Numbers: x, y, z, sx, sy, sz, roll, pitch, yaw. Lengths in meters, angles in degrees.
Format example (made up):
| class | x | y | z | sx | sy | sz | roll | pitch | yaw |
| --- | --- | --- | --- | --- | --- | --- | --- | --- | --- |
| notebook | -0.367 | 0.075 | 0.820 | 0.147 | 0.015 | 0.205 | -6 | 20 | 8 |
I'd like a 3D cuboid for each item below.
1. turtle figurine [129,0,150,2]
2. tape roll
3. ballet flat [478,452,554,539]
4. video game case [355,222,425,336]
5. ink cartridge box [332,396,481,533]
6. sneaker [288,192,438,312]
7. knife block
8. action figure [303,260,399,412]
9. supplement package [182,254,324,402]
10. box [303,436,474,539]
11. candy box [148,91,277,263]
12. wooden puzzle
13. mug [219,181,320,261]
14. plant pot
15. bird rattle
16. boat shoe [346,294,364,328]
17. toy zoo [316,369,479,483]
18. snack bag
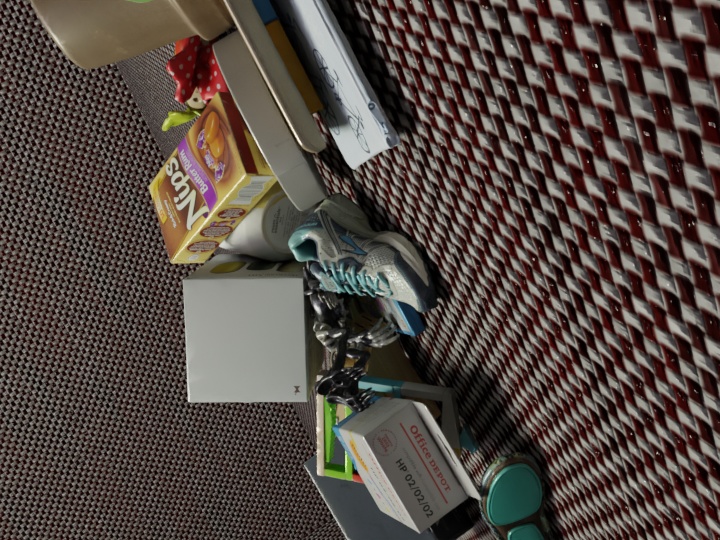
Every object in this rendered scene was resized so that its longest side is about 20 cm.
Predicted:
| class | x | y | z | sx | sy | sz | roll | pitch | yaw |
| --- | --- | --- | --- | --- | --- | --- | --- | --- | --- |
| turtle figurine | -0.199 | -0.345 | 0.791 | 0.200 | 0.141 | 0.198 | 79 | 180 | -74 |
| tape roll | -0.095 | -0.160 | 1.020 | 0.205 | 0.037 | 0.203 | 63 | -176 | -7 |
| ballet flat | 0.155 | 0.237 | 0.977 | 0.074 | 0.073 | 0.202 | 47 | 159 | 47 |
| video game case | 0.011 | 0.007 | 1.141 | 0.145 | 0.018 | 0.200 | 62 | 168 | -6 |
| ink cartridge box | 0.043 | 0.201 | 0.999 | 0.116 | 0.067 | 0.200 | 58 | 165 | -2 |
| sneaker | 0.000 | 0.000 | 0.970 | 0.199 | 0.086 | 0.078 | 35 | 153 | 44 |
| knife block | 0.060 | 0.165 | 1.212 | 0.064 | 0.173 | 0.204 | 20 | 102 | 61 |
| action figure | -0.011 | 0.057 | 1.082 | 0.120 | 0.100 | 0.202 | 60 | -162 | -46 |
| supplement package | -0.130 | 0.067 | 1.214 | 0.200 | 0.148 | 0.154 | -70 | -21 | -80 |
| box | 0.044 | 0.319 | 1.346 | 0.198 | 0.117 | 0.200 | 57 | -167 | 17 |
| candy box | -0.183 | -0.108 | 1.161 | 0.200 | 0.056 | 0.118 | -43 | 60 | 42 |
| wooden puzzle | -0.082 | -0.205 | 0.894 | 0.187 | 0.037 | 0.200 | 62 | -179 | -14 |
| mug | -0.133 | -0.095 | 1.224 | 0.153 | 0.149 | 0.188 | 28 | 154 | 54 |
| plant pot | -0.248 | -0.306 | 0.992 | 0.202 | 0.173 | 0.200 | 60 | -174 | -10 |
| bird rattle | -0.216 | -0.265 | 1.228 | 0.201 | 0.110 | 0.166 | 92 | 172 | -69 |
| boat shoe | -0.025 | 0.069 | 1.298 | 0.074 | 0.062 | 0.202 | 69 | 175 | -46 |
| toy zoo | 0.042 | 0.194 | 1.116 | 0.020 | 0.196 | 0.134 | -35 | -52 | -64 |
| snack bag | -0.030 | -0.184 | 0.828 | 0.191 | 0.021 | 0.200 | 63 | 171 | -5 |
